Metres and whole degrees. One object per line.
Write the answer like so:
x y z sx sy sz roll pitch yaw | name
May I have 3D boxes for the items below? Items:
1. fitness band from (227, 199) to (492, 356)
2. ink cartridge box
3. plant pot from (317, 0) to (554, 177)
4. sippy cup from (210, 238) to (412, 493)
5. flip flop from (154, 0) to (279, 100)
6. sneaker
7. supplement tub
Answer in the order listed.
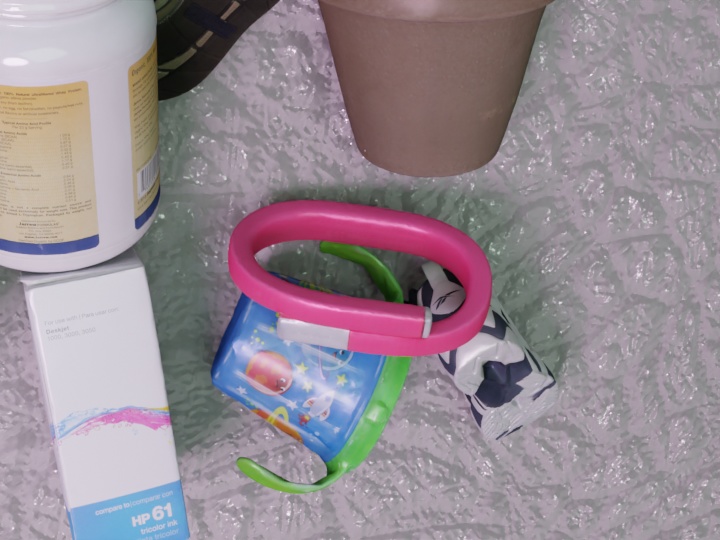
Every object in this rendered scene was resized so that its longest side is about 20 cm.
0.000 0.000 0.816 0.196 0.145 0.038 9 126 -1 | fitness band
-0.186 0.084 0.798 0.083 0.144 0.204 -12 105 -16 | ink cartridge box
0.054 -0.171 0.818 0.197 0.201 0.177 -11 122 -16 | plant pot
-0.042 0.068 0.859 0.129 0.179 0.141 26 121 -10 | sippy cup
-0.123 -0.188 0.781 0.199 0.058 0.081 -36 143 26 | flip flop
0.095 0.055 0.928 0.079 0.131 0.199 -33 148 11 | sneaker
-0.199 -0.117 0.702 0.142 0.145 0.202 -7 131 -17 | supplement tub
